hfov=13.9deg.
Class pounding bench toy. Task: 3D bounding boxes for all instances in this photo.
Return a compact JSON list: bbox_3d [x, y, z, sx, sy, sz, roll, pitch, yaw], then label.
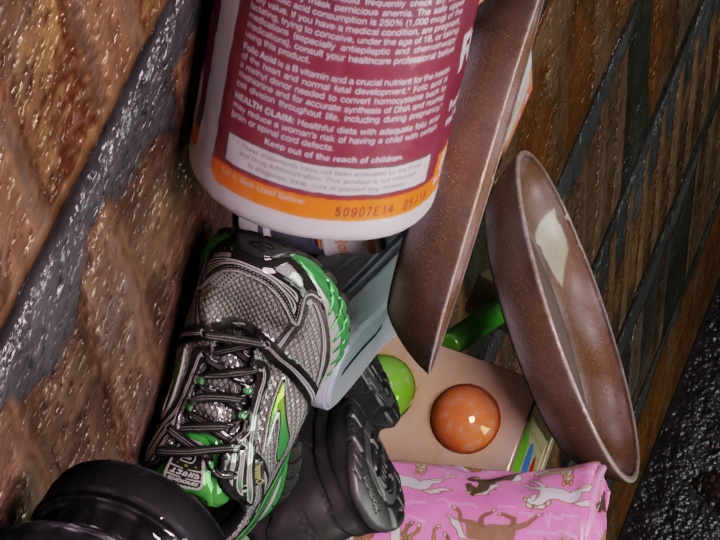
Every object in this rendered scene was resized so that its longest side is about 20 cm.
[{"bbox_3d":[0.049,0.081,1.783,0.156,0.124,0.200,56,54,-74],"label":"pounding bench toy"}]

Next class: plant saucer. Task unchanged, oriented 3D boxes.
[{"bbox_3d":[0.049,-0.050,1.418,0.200,0.032,0.201,17,90,-88],"label":"plant saucer"},{"bbox_3d":[0.114,0.031,1.707,0.200,0.032,0.201,-20,90,-77],"label":"plant saucer"}]

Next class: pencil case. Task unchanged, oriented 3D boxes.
[{"bbox_3d":[0.037,0.139,1.632,0.087,0.199,0.083,59,36,-71],"label":"pencil case"}]

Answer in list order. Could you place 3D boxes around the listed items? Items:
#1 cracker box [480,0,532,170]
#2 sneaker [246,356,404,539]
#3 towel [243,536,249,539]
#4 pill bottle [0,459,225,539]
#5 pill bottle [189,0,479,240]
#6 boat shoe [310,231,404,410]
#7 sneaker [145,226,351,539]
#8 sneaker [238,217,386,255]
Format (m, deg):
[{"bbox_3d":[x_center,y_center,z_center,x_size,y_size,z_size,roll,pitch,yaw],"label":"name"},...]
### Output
[{"bbox_3d":[0.049,-0.102,1.671,0.200,0.058,0.134,79,32,-66],"label":"cracker box"},{"bbox_3d":[-0.029,0.085,1.589,0.076,0.091,0.200,60,13,-21],"label":"sneaker"},{"bbox_3d":[-0.095,0.232,1.625,0.200,0.031,0.149,88,21,-53],"label":"towel"},{"bbox_3d":[-0.129,0.172,1.175,0.200,0.112,0.112,-59,163,-44],"label":"pill bottle"},{"bbox_3d":[-0.004,-0.124,1.270,0.114,0.114,0.200,-52,158,-57],"label":"pill bottle"},{"bbox_3d":[0.000,0.000,1.566,0.200,0.067,0.074,-42,156,-56],"label":"boat shoe"},{"bbox_3d":[-0.058,0.065,1.405,0.085,0.078,0.200,-56,161,-48],"label":"sneaker"},{"bbox_3d":[0.009,-0.100,1.456,0.078,0.079,0.200,46,62,-75],"label":"sneaker"}]
